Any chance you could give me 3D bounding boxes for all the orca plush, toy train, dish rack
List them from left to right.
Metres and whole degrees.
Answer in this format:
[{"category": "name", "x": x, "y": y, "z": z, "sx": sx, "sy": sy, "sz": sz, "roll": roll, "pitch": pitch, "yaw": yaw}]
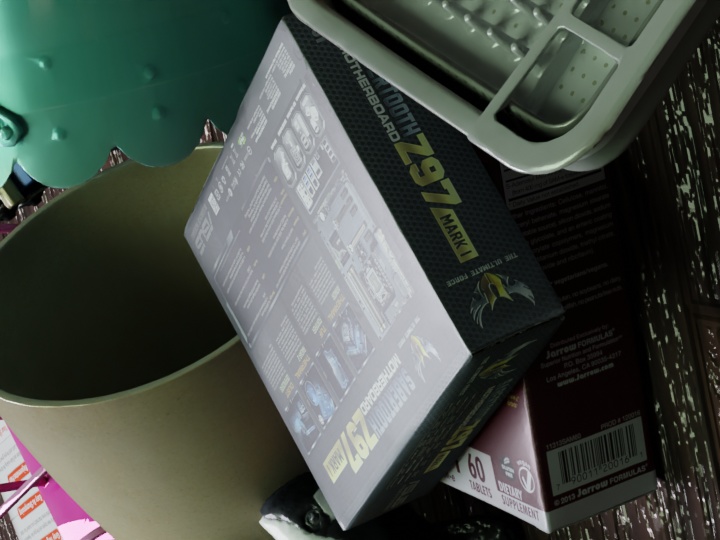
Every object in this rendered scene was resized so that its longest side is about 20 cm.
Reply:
[{"category": "toy train", "x": -0.141, "y": -0.067, "z": 1.405, "sx": 0.046, "sy": 0.200, "sz": 0.034, "roll": -36, "pitch": 92, "yaw": 27}, {"category": "orca plush", "x": 0.050, "y": 0.147, "z": 1.287, "sx": 0.200, "sy": 0.071, "sz": 0.105, "roll": 40, "pitch": -173, "yaw": 24}, {"category": "dish rack", "x": 0.072, "y": -0.129, "z": 1.012, "sx": 0.172, "sy": 0.043, "sz": 0.200, "roll": -57, "pitch": 43, "yaw": 4}]

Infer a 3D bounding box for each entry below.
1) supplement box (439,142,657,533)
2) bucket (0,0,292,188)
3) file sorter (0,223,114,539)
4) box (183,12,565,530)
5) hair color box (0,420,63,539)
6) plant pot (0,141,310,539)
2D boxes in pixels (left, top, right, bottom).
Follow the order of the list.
[{"category": "supplement box", "x": 0.059, "y": -0.003, "z": 1.180, "sx": 0.109, "sy": 0.061, "sz": 0.201, "roll": 19, "pitch": 122, "yaw": 60}, {"category": "bucket", "x": -0.127, "y": -0.124, "z": 1.254, "sx": 0.207, "sy": 0.206, "sz": 0.136, "roll": 13, "pitch": 118, "yaw": 60}, {"category": "file sorter", "x": -0.175, "y": 0.088, "z": 1.561, "sx": 0.139, "sy": 0.125, "sz": 0.201, "roll": -43, "pitch": 66, "yaw": 32}, {"category": "box", "x": 0.000, "y": 0.000, "z": 1.162, "sx": 0.158, "sy": 0.051, "sz": 0.200, "roll": 61, "pitch": 156, "yaw": 16}, {"category": "hair color box", "x": -0.188, "y": 0.103, "z": 1.721, "sx": 0.101, "sy": 0.061, "sz": 0.201, "roll": -36, "pitch": 74, "yaw": 63}, {"category": "plant pot", "x": -0.072, "y": 0.073, "z": 1.377, "sx": 0.187, "sy": 0.187, "sz": 0.201, "roll": 33, "pitch": 154, "yaw": 51}]
